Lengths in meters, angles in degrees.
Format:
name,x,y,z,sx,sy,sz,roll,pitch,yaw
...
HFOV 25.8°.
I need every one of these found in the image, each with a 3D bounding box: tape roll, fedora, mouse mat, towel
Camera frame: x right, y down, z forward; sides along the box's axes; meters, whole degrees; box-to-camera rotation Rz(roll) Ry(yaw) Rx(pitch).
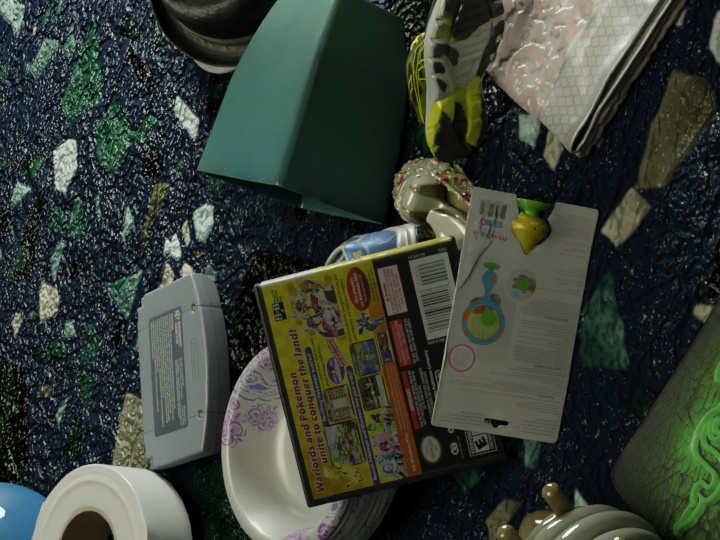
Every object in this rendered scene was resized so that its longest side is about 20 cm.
name,x,y,z,sx,sy,sz,roll,pitch,yaw
tape roll,-0.276,0.315,1.729,0.201,0.071,0.204,-11,74,40
fedora,-0.137,-0.304,1.629,0.199,0.092,0.202,2,99,12
mouse mat,0.282,0.135,1.199,0.161,0.007,0.201,49,119,42
towel,0.184,-0.227,1.356,0.191,0.032,0.201,52,121,41

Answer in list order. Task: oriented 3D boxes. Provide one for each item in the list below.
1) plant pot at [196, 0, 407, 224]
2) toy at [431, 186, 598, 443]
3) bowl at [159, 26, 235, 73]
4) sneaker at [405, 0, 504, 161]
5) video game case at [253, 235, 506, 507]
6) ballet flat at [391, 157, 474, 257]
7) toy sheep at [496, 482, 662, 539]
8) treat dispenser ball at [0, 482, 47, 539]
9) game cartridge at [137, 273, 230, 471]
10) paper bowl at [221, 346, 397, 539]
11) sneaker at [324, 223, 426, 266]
name,x,y,z,sx,sy,sz,roll,pitch,yaw
plant pot,-0.041,-0.166,1.532,0.141,0.141,0.202,14,87,49
toy,0.126,0.037,1.334,0.047,0.114,0.202,-149,69,-75
bowl,-0.175,-0.327,1.749,0.200,0.090,0.203,-10,76,48
sneaker,0.072,-0.193,1.401,0.085,0.074,0.201,53,149,40
video game case,0.017,0.087,1.367,0.026,0.179,0.202,-94,-10,-85
ballet flat,0.078,-0.053,1.427,0.200,0.064,0.076,37,113,47
toy sheep,0.183,0.243,1.201,0.200,0.137,0.139,43,117,57
treat dispenser ball,-0.429,0.351,1.849,0.200,0.200,0.203,-11,76,48
game cartridge,-0.196,0.112,1.743,0.133,0.041,0.202,-19,70,42
paper bowl,-0.035,0.168,1.491,0.200,0.104,0.202,-12,75,48
sneaker,0.000,0.000,1.465,0.200,0.076,0.076,133,131,-68
